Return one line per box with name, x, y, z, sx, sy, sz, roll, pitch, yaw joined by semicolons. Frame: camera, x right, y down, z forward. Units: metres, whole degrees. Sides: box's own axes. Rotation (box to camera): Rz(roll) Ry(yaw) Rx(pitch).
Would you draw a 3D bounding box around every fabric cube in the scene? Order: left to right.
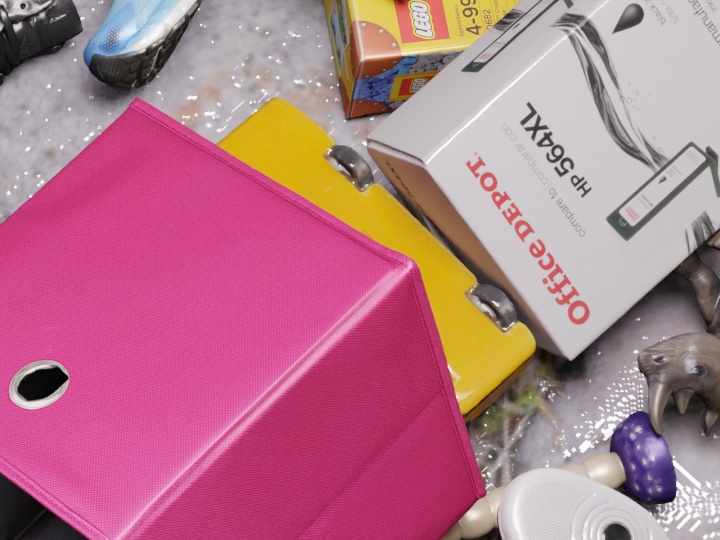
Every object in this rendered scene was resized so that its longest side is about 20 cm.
fabric cube;-0.088;0.077;1.405;0.196;0.200;0.199;32;65;34

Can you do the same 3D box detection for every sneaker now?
sneaker;-0.200;-0.131;1.586;0.104;0.060;0.200;-2;64;-2
sneaker;-0.120;-0.186;1.605;0.090;0.078;0.200;23;57;-9
sneaker;0.129;0.177;1.455;0.200;0.112;0.073;37;65;-13

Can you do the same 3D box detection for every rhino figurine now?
rhino figurine;0.208;0.016;1.551;0.087;0.060;0.200;47;58;-13

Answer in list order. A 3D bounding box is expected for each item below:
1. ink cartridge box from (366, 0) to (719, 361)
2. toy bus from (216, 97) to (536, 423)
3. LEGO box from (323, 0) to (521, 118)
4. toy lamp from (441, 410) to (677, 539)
ink cartridge box;0.127;-0.073;1.532;0.200;0.084;0.146;-42;114;-10
toy bus;0.000;0.000;1.541;0.065;0.078;0.200;-41;77;-21
LEGO box;0.051;-0.196;1.631;0.149;0.077;0.200;-7;68;-9
toy lamp;0.062;0.125;1.508;0.200;0.058;0.058;-18;70;-15
